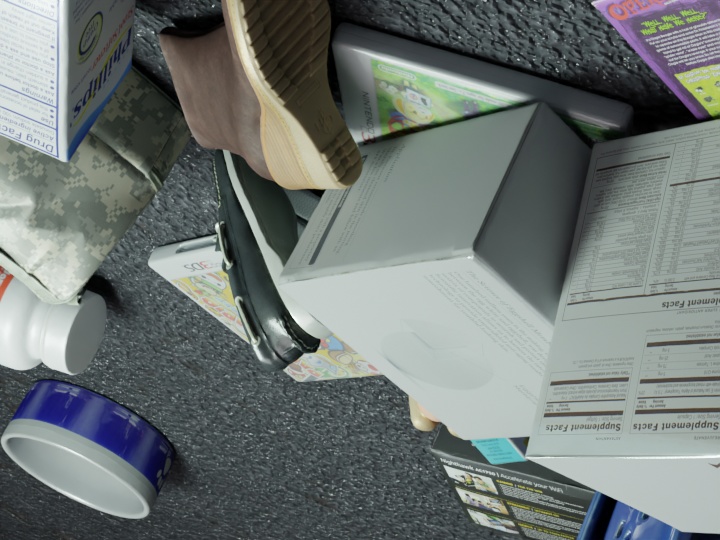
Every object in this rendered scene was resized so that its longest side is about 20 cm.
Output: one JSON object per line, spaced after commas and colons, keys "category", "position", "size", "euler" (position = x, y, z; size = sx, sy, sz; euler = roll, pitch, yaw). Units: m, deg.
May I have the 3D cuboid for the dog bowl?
{"category": "dog bowl", "position": [-0.328, 0.217, 1.977], "size": [0.199, 0.079, 0.200], "euler": [21, 154, 11]}

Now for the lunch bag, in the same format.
{"category": "lunch bag", "position": [-0.252, -0.090, 1.210], "size": [0.200, 0.168, 0.139], "euler": [40, 151, -27]}

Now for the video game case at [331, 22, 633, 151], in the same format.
{"category": "video game case", "position": [0.082, -0.078, 1.094], "size": [0.199, 0.022, 0.182], "euler": [18, 154, 16]}

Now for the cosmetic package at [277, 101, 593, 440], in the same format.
{"category": "cosmetic package", "position": [0.093, 0.009, 1.079], "size": [0.199, 0.123, 0.199], "euler": [41, 153, -28]}

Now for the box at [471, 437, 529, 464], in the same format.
{"category": "box", "position": [0.071, 0.046, 1.220], "size": [0.200, 0.082, 0.049], "euler": [49, 150, -14]}

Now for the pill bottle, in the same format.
{"category": "pill bottle", "position": [-0.355, 0.032, 1.607], "size": [0.199, 0.113, 0.112], "euler": [17, 154, 16]}

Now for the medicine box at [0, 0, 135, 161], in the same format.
{"category": "medicine box", "position": [-0.242, -0.195, 1.034], "size": [0.181, 0.103, 0.201], "euler": [23, 143, 6]}

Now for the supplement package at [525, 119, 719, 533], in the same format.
{"category": "supplement package", "position": [0.216, 0.036, 0.949], "size": [0.151, 0.201, 0.150], "euler": [27, 158, -34]}

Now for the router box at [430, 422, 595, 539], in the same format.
{"category": "router box", "position": [0.179, 0.205, 1.513], "size": [0.199, 0.051, 0.149], "euler": [11, 149, 28]}

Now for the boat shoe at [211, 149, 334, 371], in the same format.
{"category": "boat shoe", "position": [-0.077, -0.016, 1.181], "size": [0.060, 0.201, 0.075], "euler": [-40, 135, 18]}

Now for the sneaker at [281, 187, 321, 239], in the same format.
{"category": "sneaker", "position": [0.000, 0.000, 1.280], "size": [0.200, 0.073, 0.071], "euler": [36, 164, -1]}

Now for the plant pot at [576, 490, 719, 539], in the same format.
{"category": "plant pot", "position": [0.281, 0.171, 1.194], "size": [0.199, 0.201, 0.180], "euler": [32, 160, -15]}

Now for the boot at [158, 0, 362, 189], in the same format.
{"category": "boot", "position": [-0.087, -0.142, 1.075], "size": [0.166, 0.072, 0.201], "euler": [22, 143, 43]}

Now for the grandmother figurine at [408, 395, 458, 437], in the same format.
{"category": "grandmother figurine", "position": [0.103, 0.089, 1.363], "size": [0.120, 0.061, 0.200], "euler": [4, 159, -22]}

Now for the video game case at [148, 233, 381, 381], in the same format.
{"category": "video game case", "position": [-0.067, 0.034, 1.448], "size": [0.200, 0.023, 0.181], "euler": [40, 152, -28]}

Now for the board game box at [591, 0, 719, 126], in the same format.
{"category": "board game box", "position": [0.231, -0.132, 0.846], "size": [0.120, 0.032, 0.199], "euler": [37, 152, -31]}
